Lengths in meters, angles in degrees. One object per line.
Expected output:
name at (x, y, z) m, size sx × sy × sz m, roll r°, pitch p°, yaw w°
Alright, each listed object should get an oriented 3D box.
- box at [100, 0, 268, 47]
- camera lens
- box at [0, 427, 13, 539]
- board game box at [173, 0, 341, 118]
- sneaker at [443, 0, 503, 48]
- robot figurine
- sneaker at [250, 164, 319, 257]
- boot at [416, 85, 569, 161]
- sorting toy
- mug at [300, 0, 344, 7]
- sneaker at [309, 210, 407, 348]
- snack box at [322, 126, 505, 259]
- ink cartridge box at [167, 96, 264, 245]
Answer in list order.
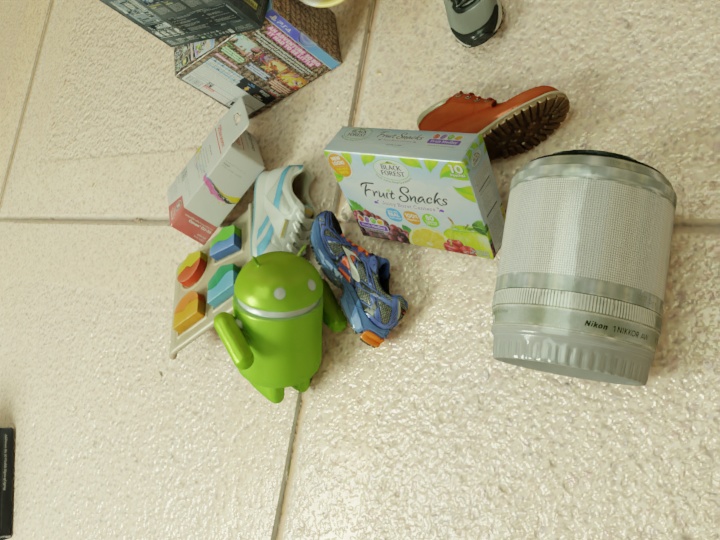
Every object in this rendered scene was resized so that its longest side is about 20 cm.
box at (-0.243, -0.366, 0.934) m, size 0.197 × 0.157 × 0.052 m, roll 3°, pitch 78°, yaw 38°
camera lens at (0.213, -0.003, 0.689) m, size 0.158 × 0.159 × 0.204 m, roll 5°, pitch 80°, yaw 37°
box at (-0.742, 0.388, 1.266) m, size 0.123 × 0.195 × 0.204 m, roll -23°, pitch 64°, yaw 30°
board game box at (-0.155, -0.338, 1.061) m, size 0.198 × 0.159 × 0.099 m, roll -22°, pitch 65°, yaw 29°
sneaker at (0.127, -0.375, 0.914) m, size 0.073 × 0.079 × 0.204 m, roll -23°, pitch 66°, yaw 27°
robot figurine at (-0.105, 0.066, 0.909) m, size 0.115 × 0.173 × 0.204 m, roll 31°, pitch 126°, yaw 43°
sneaker at (-0.103, -0.054, 0.995) m, size 0.080 × 0.076 × 0.204 m, roll -13°, pitch 72°, yaw 27°
boot at (0.149, -0.184, 0.849) m, size 0.198 × 0.075 × 0.109 m, roll -23°, pitch 59°, yaw 31°
sorting toy at (-0.225, 0.010, 1.057) m, size 0.199 × 0.036 × 0.187 m, roll -38°, pitch 39°, yaw 24°
mug at (-0.016, -0.439, 0.993) m, size 0.148 × 0.153 × 0.188 m, roll -26°, pitch 99°, yaw 33°
sneaker at (0.000, 0.000, 0.915) m, size 0.078 × 0.075 × 0.202 m, roll -34°, pitch 65°, yaw 10°
snack box at (0.065, -0.095, 0.837) m, size 0.198 × 0.143 × 0.053 m, roll 12°, pitch 51°, yaw 38°
ink cartridge box at (-0.213, -0.154, 1.090) m, size 0.200 × 0.067 × 0.117 m, roll -48°, pitch 34°, yaw 17°
